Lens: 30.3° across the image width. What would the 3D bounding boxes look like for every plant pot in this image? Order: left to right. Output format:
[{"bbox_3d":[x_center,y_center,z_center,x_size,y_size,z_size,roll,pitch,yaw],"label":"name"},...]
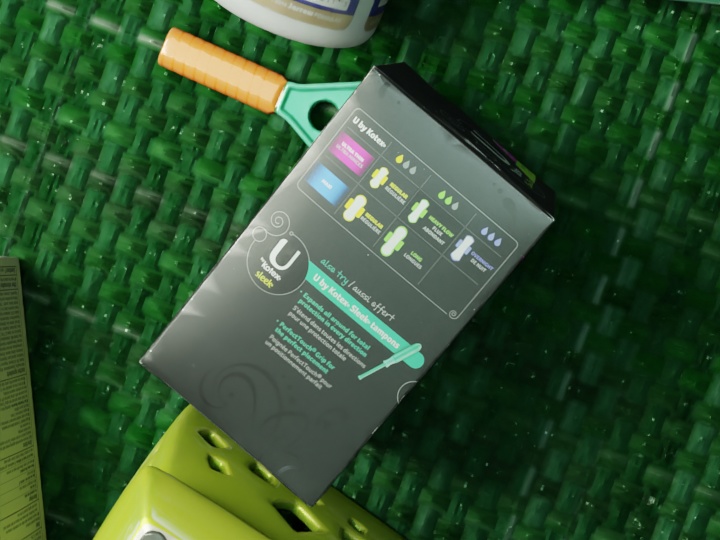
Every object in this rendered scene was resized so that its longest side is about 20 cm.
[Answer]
[{"bbox_3d":[-0.081,0.215,0.744,0.199,0.181,0.200,33,92,2],"label":"plant pot"}]

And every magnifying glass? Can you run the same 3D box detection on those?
[{"bbox_3d":[-0.029,-0.098,0.814,0.199,0.022,0.080,24,93,4],"label":"magnifying glass"}]

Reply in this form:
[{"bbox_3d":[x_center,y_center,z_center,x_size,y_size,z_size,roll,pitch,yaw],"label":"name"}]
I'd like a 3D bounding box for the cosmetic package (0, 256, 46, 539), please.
[{"bbox_3d":[-0.242,0.094,0.792,0.072,0.104,0.202,-5,89,5],"label":"cosmetic package"}]

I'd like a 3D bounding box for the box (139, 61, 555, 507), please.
[{"bbox_3d":[0.000,0.000,0.737,0.124,0.149,0.200,39,101,0],"label":"box"}]

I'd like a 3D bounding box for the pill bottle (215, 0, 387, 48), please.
[{"bbox_3d":[-0.010,-0.236,0.732,0.115,0.116,0.201,26,116,3],"label":"pill bottle"}]

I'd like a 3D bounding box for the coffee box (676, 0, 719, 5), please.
[{"bbox_3d":[0.146,-0.224,0.771,0.198,0.044,0.124,8,112,3],"label":"coffee box"}]
